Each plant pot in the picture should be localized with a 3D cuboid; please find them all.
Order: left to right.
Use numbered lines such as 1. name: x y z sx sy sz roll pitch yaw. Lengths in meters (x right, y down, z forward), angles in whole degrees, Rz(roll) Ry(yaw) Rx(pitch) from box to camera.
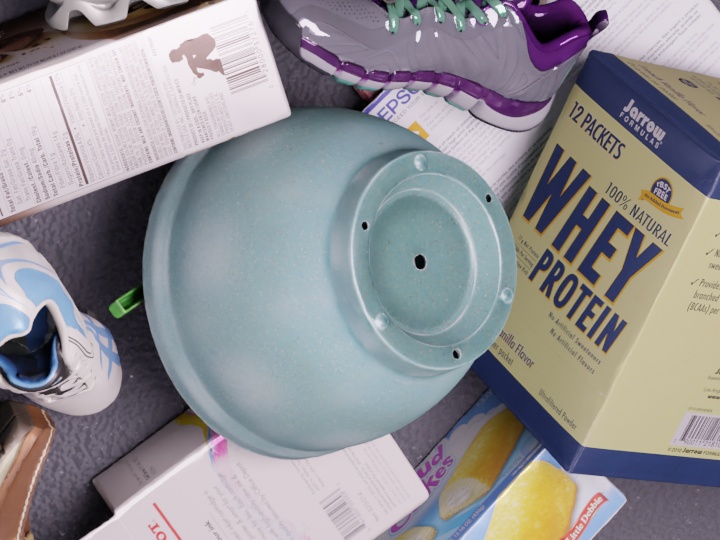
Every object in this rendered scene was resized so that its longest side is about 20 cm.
1. plant pot: 0.000 0.000 1.479 0.200 0.134 0.201 7 80 -39

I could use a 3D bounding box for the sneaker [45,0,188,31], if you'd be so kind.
1. sneaker: -0.084 -0.193 1.420 0.199 0.074 0.089 -15 121 3

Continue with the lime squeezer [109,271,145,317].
1. lime squeezer: -0.086 -0.020 1.546 0.038 0.071 0.200 46 53 12

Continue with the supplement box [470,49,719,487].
1. supplement box: 0.197 0.005 1.548 0.200 0.134 0.200 8 116 -38

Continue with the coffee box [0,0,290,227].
1. coffee box: -0.153 -0.097 1.473 0.200 0.113 0.080 -21 113 -9

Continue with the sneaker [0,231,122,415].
1. sneaker: -0.178 0.046 1.481 0.072 0.073 0.200 -17 155 6

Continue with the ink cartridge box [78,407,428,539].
1. ink cartridge box: -0.075 0.140 1.587 0.200 0.067 0.117 -36 112 -6

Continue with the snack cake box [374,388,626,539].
1. snack cake box: 0.054 0.172 1.611 0.067 0.115 0.200 43 89 -22

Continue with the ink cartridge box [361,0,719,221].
1. ink cartridge box: 0.128 -0.099 1.594 0.196 0.043 0.200 -44 113 2

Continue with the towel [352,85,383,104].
1. towel: 0.045 -0.209 1.553 0.200 0.023 0.144 -36 110 -6

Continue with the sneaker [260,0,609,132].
1. sneaker: 0.041 -0.142 1.472 0.200 0.075 0.088 13 130 -38

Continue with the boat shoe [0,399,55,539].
1. boat shoe: -0.220 0.169 1.555 0.074 0.076 0.200 20 106 -26
